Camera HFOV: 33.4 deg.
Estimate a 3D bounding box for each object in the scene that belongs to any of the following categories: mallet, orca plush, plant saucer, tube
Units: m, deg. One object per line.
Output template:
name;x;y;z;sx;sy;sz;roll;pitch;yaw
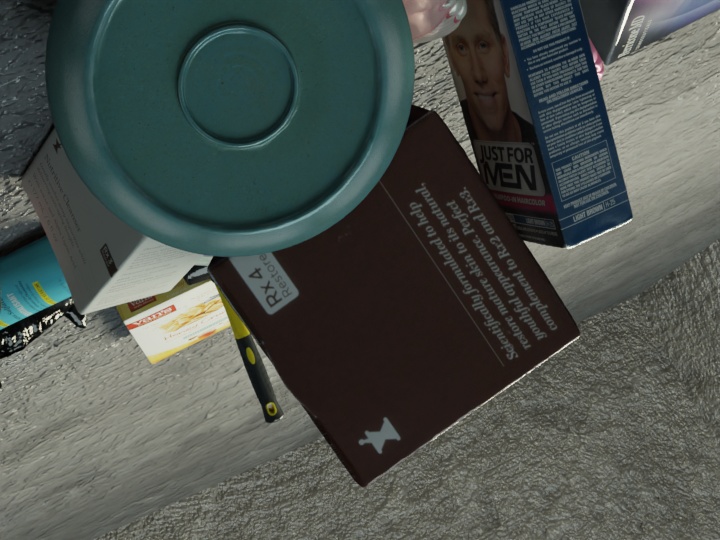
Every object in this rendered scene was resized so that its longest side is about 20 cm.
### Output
mallet;-0.124;0.058;1.141;0.065;0.202;0.041;-15;-163;-10
orca plush;-0.323;0.077;1.033;0.199;0.072;0.105;-17;164;-40
plant saucer;-0.065;-0.099;0.631;0.198;0.202;0.027;-27;-157;0
tube;-0.310;0.030;0.944;0.198;0.051;0.078;-25;138;3

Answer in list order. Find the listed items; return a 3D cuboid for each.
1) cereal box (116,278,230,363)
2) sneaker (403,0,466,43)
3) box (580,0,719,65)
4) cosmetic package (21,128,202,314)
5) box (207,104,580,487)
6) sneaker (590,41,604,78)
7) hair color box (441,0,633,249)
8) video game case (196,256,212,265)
cereal box;-0.172;0.032;1.239;0.143;0.040;0.200;-26;167;-8
sneaker;0.031;-0.188;0.711;0.104;0.076;0.200;-15;170;-30
box;0.226;-0.253;0.758;0.197;0.124;0.200;-25;167;-2
cosmetic package;-0.133;-0.068;0.769;0.081;0.114;0.200;-17;162;-40
box;0.016;0.004;0.789;0.163;0.167;0.200;-34;-170;2
sneaker;0.157;-0.180;1.039;0.094;0.080;0.200;-17;167;8
hair color box;0.111;-0.122;0.807;0.060;0.202;0.100;-22;-165;-19
video game case;-0.100;-0.037;0.962;0.198;0.023;0.182;4;163;-34
